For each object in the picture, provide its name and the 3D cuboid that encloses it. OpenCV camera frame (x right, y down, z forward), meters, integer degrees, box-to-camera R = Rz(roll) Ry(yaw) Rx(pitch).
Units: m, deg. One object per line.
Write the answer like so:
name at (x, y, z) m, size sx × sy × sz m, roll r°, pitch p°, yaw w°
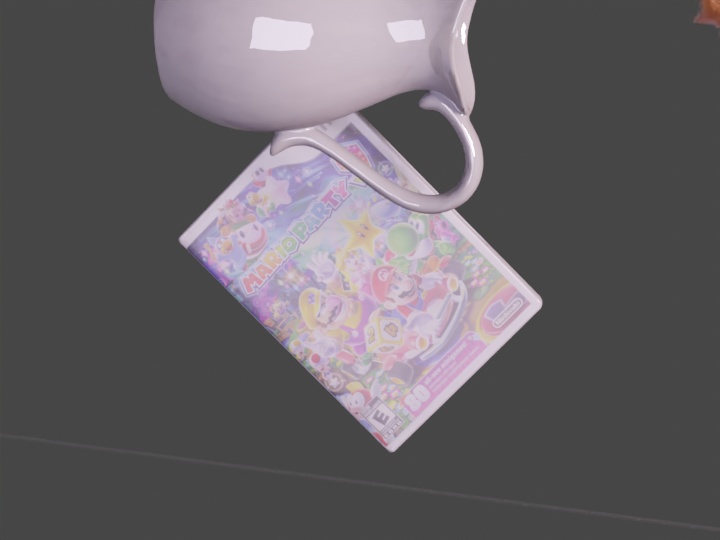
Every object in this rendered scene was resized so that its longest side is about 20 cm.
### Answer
pitcher at (-0.021, -0.121, 1.247) m, size 0.198 × 0.121 × 0.173 m, roll 1°, pitch 96°, yaw 9°
video game case at (0.000, 0.000, 1.326) m, size 0.200 × 0.018 × 0.143 m, roll 45°, pitch 100°, yaw -5°
